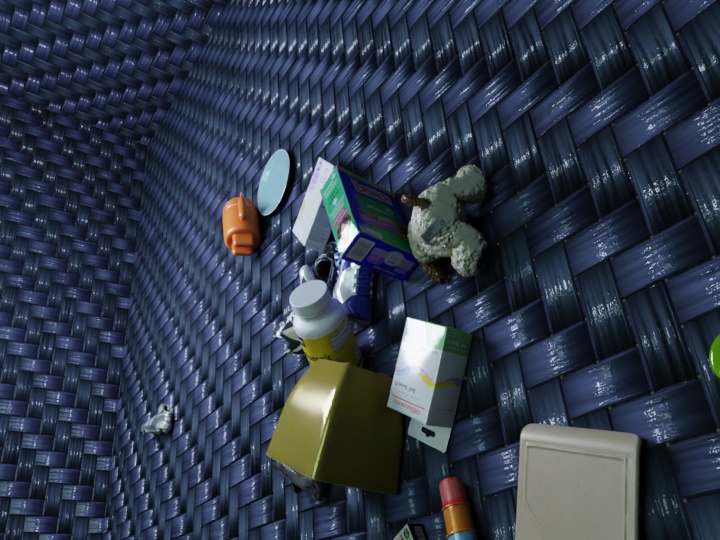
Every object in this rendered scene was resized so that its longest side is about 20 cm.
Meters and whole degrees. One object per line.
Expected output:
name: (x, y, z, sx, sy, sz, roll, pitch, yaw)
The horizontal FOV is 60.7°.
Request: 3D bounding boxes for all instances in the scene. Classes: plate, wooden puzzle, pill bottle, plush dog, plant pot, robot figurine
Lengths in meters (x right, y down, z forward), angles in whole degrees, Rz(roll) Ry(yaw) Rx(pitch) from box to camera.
plate: (-0.255, -0.262, 1.847, 0.198, 0.025, 0.207, -27, 56, 49)
wooden puzzle: (0.280, 0.310, 0.799, 0.183, 0.036, 0.207, -12, 63, 55)
pill bottle: (-0.072, 0.125, 1.241, 0.108, 0.204, 0.113, -14, 31, 9)
plush dog: (0.132, -0.076, 1.098, 0.172, 0.155, 0.207, 116, 159, -67)
plant pot: (-0.032, 0.280, 1.150, 0.193, 0.191, 0.206, -1, 70, 56)
robot figurine: (-0.366, -0.138, 1.884, 0.114, 0.144, 0.204, -23, 53, 14)

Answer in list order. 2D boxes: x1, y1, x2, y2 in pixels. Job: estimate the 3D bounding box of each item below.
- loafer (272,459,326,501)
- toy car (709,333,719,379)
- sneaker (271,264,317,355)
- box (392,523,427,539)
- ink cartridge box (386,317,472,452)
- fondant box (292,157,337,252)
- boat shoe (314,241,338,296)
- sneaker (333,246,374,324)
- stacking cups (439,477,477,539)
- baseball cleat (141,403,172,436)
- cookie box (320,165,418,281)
loafer: (-0.139, 0.448, 1.343, 0.198, 0.071, 0.075, -11, 72, 56)
toy car: (0.445, 0.072, 0.537, 0.201, 0.162, 0.159, -50, 39, 17)
sneaker: (-0.144, 0.098, 1.374, 0.080, 0.125, 0.206, -107, 5, -74)
box: (0.095, 0.531, 0.984, 0.111, 0.034, 0.202, -57, 37, 26)
ink cartridge box: (0.113, 0.195, 1.062, 0.116, 0.066, 0.207, 7, 83, 57)
fondant box: (-0.097, -0.165, 1.519, 0.205, 0.057, 0.144, -67, 24, 10)
boat shoe: (-0.072, -0.008, 1.404, 0.072, 0.067, 0.203, -46, 29, 27)
sneaker: (0.000, -0.001, 1.303, 0.115, 0.079, 0.205, -42, 43, 42)
stacking cups: (0.154, 0.415, 0.917, 0.060, 0.059, 0.205, -43, 44, 38)
baseball cleat: (-0.723, 0.537, 2.210, 0.197, 0.069, 0.110, -15, 58, 43)
cookie box: (0.018, -0.095, 1.233, 0.076, 0.168, 0.203, -48, 41, 28)
